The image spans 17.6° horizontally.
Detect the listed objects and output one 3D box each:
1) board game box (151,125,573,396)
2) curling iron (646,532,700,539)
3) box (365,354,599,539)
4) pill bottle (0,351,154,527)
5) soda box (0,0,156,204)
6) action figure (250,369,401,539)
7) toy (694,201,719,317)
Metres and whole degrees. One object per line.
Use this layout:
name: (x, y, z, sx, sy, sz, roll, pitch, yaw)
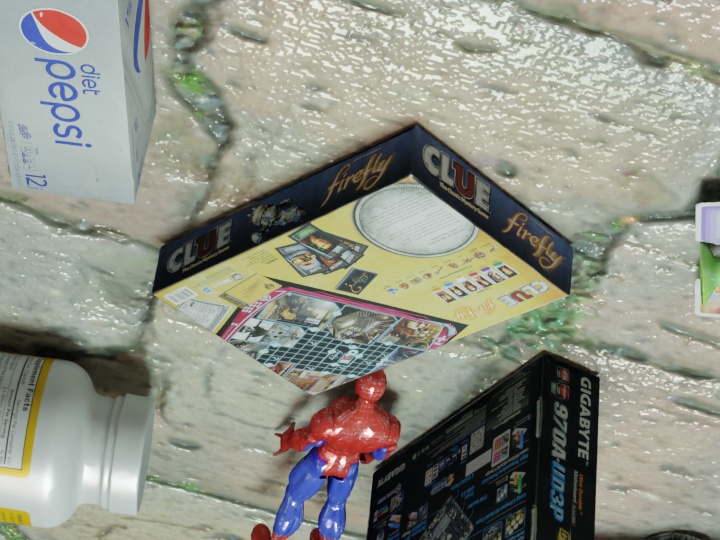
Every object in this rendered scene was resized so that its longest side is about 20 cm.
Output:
board game box: (0.000, 0.000, 1.297, 0.199, 0.035, 0.135, -23, 136, 37)
curling iron: (0.225, 0.246, 1.603, 0.049, 0.026, 0.201, 1, 136, 18)
box: (0.068, 0.163, 1.415, 0.046, 0.160, 0.200, 22, 143, -23)
pill bottle: (-0.230, 0.101, 1.433, 0.198, 0.105, 0.105, 9, 147, -1)
soda box: (-0.139, -0.117, 1.125, 0.068, 0.064, 0.201, 7, 146, 3)
action figure: (-0.020, 0.122, 1.473, 0.065, 0.052, 0.200, 10, 142, -14)
toy: (0.278, 0.008, 1.240, 0.198, 0.047, 0.115, 2, 148, 9)
